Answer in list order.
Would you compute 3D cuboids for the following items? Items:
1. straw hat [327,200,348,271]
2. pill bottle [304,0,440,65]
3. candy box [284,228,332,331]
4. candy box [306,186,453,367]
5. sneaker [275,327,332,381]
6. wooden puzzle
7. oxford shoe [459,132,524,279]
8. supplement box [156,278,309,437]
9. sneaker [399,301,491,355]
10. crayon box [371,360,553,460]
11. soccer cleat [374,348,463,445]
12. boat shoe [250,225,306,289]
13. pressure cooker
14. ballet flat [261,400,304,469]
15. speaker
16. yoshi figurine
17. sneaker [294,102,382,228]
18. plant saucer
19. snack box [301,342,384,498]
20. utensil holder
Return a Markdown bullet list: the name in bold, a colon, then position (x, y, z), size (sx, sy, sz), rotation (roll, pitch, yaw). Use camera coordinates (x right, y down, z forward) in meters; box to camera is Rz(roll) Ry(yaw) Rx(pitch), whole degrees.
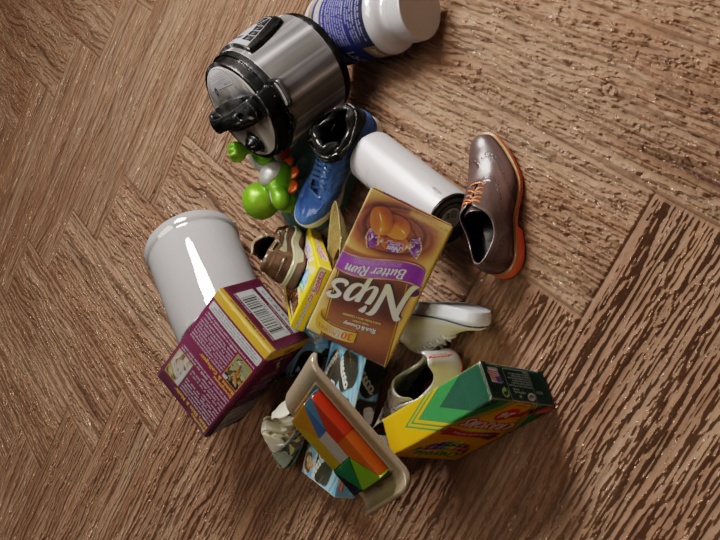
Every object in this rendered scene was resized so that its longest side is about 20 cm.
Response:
- **straw hat**: position (0.000, 0.000, 1.252), size (0.201, 0.084, 0.202), rotation (-179, 90, -83)
- **pill bottle**: position (0.017, -0.378, 1.311), size (0.199, 0.115, 0.117), rotation (1, 81, 47)
- **candy box**: position (-0.083, 0.009, 1.320), size (0.103, 0.026, 0.200), rotation (-62, 15, 12)
- **candy box**: position (0.025, 0.008, 1.117), size (0.116, 0.056, 0.201), rotation (25, 98, 1)
- **sneaker**: position (-0.115, 0.144, 1.352), size (0.200, 0.078, 0.090), rotation (-39, 58, 33)
- **wooden puzzle**: position (-0.028, 0.217, 1.109), size (0.200, 0.037, 0.185), rotation (52, 154, 11)
- **oxford shoe**: position (0.164, -0.092, 1.120), size (0.071, 0.072, 0.201), rotation (-24, 64, 40)
- **supplement box**: position (-0.193, 0.131, 1.307), size (0.131, 0.103, 0.200), rotation (48, 118, 14)
- **sneaker**: position (0.098, 0.077, 1.159), size (0.200, 0.073, 0.071), rotation (-1, 88, 55)
- **crayon box**: position (0.119, 0.182, 1.062), size (0.200, 0.127, 0.051), rotation (-37, 55, 35)
- **soccer cleat**: position (0.059, 0.178, 1.154), size (0.200, 0.085, 0.069), rotation (-52, 49, 24)
- **boat shoe**: position (-0.132, -0.036, 1.358), size (0.075, 0.074, 0.202), rotation (-65, 15, 9)
- **pressure cooker**: position (-0.135, -0.270, 1.308), size (0.178, 0.200, 0.176), rotation (39, 154, 20)
- **ballet flat**: position (-0.102, 0.224, 1.273), size (0.200, 0.071, 0.069), rotation (-54, 32, 41)
- **speaker**: position (0.067, -0.119, 1.222), size (0.200, 0.081, 0.081), rotation (44, 112, 43)
- **yoshi figurine**: position (-0.164, -0.163, 1.407), size (0.112, 0.112, 0.201), rotation (115, 143, -48)
- **sneaker**: position (-0.055, -0.159, 1.299), size (0.077, 0.111, 0.200), rotation (43, 101, 28)
- **plant saucer**: position (-0.084, -0.163, 1.422), size (0.199, 0.036, 0.201), rotation (-14, 70, 44)
- **snack box**: position (-0.026, 0.211, 1.250), size (0.116, 0.037, 0.201), rotation (12, 89, 63)
- **utensil holder**: position (-0.254, 0.027, 1.460), size (0.170, 0.169, 0.201), rotation (-48, 53, 27)
